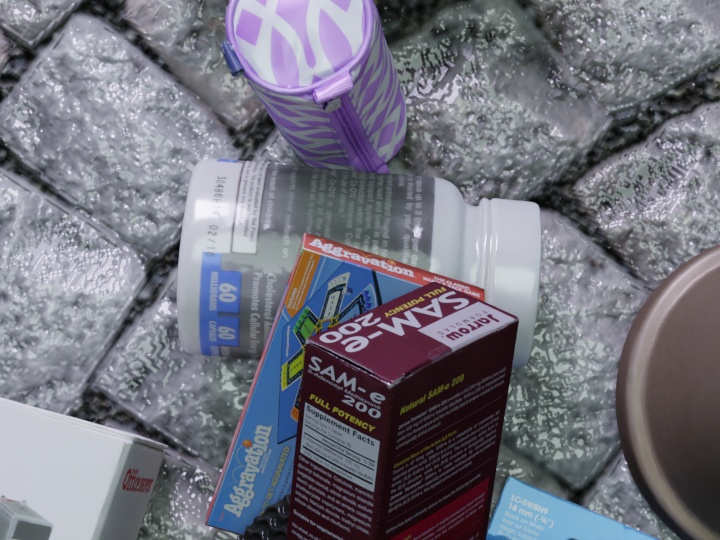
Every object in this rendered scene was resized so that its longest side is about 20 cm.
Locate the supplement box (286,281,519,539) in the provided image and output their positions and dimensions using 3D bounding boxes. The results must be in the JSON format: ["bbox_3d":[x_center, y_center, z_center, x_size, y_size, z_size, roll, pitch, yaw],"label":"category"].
[{"bbox_3d":[0.017,0.118,0.901,0.061,0.109,0.201,24,120,33],"label":"supplement box"}]

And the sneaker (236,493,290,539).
[{"bbox_3d":[-0.045,0.216,0.994,0.070,0.090,0.201,26,86,37],"label":"sneaker"}]

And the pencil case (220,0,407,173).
[{"bbox_3d":[-0.018,-0.108,0.974,0.084,0.200,0.086,-34,78,2],"label":"pencil case"}]

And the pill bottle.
[{"bbox_3d":[0.000,0.000,1.001,0.198,0.114,0.115,5,83,1],"label":"pill bottle"}]

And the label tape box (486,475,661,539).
[{"bbox_3d":[0.114,0.237,0.997,0.143,0.063,0.201,22,84,2],"label":"label tape box"}]

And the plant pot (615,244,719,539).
[{"bbox_3d":[0.251,0.068,0.964,0.199,0.175,0.202,0,82,-1],"label":"plant pot"}]

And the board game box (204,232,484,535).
[{"bbox_3d":[-0.012,0.078,0.973,0.102,0.019,0.201,17,122,-7],"label":"board game box"}]

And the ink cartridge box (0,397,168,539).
[{"bbox_3d":[-0.184,0.177,0.962,0.082,0.147,0.201,17,82,4],"label":"ink cartridge box"}]
